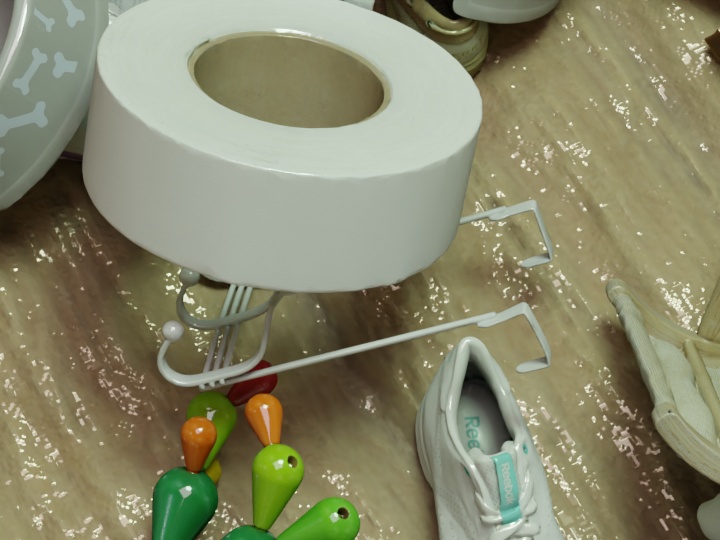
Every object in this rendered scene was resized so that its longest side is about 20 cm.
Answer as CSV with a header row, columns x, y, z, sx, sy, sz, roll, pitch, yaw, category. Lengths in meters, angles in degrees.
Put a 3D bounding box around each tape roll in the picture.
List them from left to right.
x,y,z,sx,sy,sz,roll,pitch,yaw,category
-0.041,-0.070,1.439,0.202,0.071,0.203,8,32,-5,tape roll

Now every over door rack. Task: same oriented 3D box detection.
x,y,z,sx,sy,sz,roll,pitch,yaw,category
0.000,0.000,1.469,0.200,0.067,0.148,-4,24,7,over door rack

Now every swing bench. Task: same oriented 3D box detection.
x,y,z,sx,sy,sz,roll,pitch,yaw,category
0.240,0.009,1.427,0.130,0.199,0.200,35,105,-14,swing bench

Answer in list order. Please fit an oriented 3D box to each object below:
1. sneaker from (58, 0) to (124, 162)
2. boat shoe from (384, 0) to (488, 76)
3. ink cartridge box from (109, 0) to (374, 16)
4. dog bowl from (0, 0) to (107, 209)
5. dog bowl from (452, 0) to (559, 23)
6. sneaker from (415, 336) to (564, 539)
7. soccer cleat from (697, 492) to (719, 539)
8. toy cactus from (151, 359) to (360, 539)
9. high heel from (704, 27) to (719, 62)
x,y,z,sx,sy,sz,roll,pitch,yaw,category
-0.125,-0.099,1.553,0.200,0.075,0.100,14,83,4,sneaker
0.026,-0.205,1.638,0.073,0.063,0.201,-11,62,-9,boat shoe
-0.079,-0.174,1.555,0.200,0.160,0.047,23,47,11,ink cartridge box
-0.235,-0.120,1.524,0.200,0.059,0.200,-12,66,27,dog bowl
0.053,-0.235,1.604,0.200,0.059,0.200,24,40,-22,dog bowl
0.072,0.129,1.442,0.075,0.089,0.200,-13,63,-12,sneaker
0.265,0.095,1.487,0.200,0.078,0.069,-25,105,-29,soccer cleat
-0.075,0.155,1.433,0.165,0.102,0.200,-25,66,5,toy cactus
0.212,-0.209,1.622,0.096,0.067,0.200,-33,88,-11,high heel
